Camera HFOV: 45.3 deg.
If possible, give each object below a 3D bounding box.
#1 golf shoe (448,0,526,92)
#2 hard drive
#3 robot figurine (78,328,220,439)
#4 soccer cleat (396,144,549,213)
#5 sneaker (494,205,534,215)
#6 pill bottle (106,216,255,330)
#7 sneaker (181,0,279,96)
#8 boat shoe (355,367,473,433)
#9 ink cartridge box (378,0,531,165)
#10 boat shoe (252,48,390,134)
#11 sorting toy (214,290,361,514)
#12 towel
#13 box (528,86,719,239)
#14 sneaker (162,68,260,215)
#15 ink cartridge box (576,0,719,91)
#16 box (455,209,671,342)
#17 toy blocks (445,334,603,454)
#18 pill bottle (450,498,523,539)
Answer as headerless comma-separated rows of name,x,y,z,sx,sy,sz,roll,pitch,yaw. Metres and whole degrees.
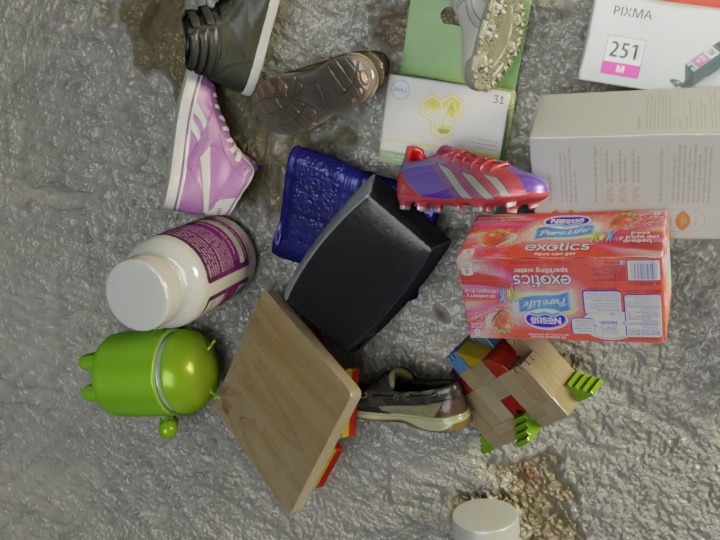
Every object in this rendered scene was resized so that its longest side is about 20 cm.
golf shoe,0.127,-0.291,0.932,0.097,0.078,0.201,11,87,36
hard drive,0.000,0.000,1.027,0.135,0.042,0.200,41,118,3
robot figurine,-0.279,0.138,1.165,0.199,0.116,0.176,-5,90,20
soccer cleat,0.113,-0.100,0.914,0.200,0.066,0.077,4,94,51
sneaker,0.226,0.014,0.981,0.200,0.075,0.114,30,117,11
pill bottle,-0.219,0.005,1.056,0.112,0.200,0.113,5,105,18
sneaker,-0.153,-0.312,1.010,0.099,0.071,0.201,8,110,-23
boat shoe,0.049,0.150,1.060,0.199,0.073,0.065,2,104,38
ink cartridge box,0.105,-0.212,0.979,0.145,0.048,0.201,13,110,17
boat shoe,-0.044,-0.211,1.020,0.199,0.073,0.075,-4,112,42
sorting toy,-0.080,0.161,1.093,0.200,0.069,0.199,46,122,36
towel,-0.005,-0.058,1.059,0.199,0.050,0.148,20,116,13
box,0.282,-0.110,0.891,0.199,0.098,0.125,2,128,19
sneaker,-0.181,-0.168,1.090,0.114,0.073,0.202,8,91,-16
ink cartridge box,0.340,-0.267,0.883,0.199,0.044,0.174,14,109,16
box,0.209,0.006,0.878,0.199,0.095,0.103,-1,121,23
toy blocks,0.163,0.122,1.001,0.137,0.100,0.200,48,145,3
pill bottle,0.160,0.394,1.076,0.112,0.112,0.201,0,104,19
